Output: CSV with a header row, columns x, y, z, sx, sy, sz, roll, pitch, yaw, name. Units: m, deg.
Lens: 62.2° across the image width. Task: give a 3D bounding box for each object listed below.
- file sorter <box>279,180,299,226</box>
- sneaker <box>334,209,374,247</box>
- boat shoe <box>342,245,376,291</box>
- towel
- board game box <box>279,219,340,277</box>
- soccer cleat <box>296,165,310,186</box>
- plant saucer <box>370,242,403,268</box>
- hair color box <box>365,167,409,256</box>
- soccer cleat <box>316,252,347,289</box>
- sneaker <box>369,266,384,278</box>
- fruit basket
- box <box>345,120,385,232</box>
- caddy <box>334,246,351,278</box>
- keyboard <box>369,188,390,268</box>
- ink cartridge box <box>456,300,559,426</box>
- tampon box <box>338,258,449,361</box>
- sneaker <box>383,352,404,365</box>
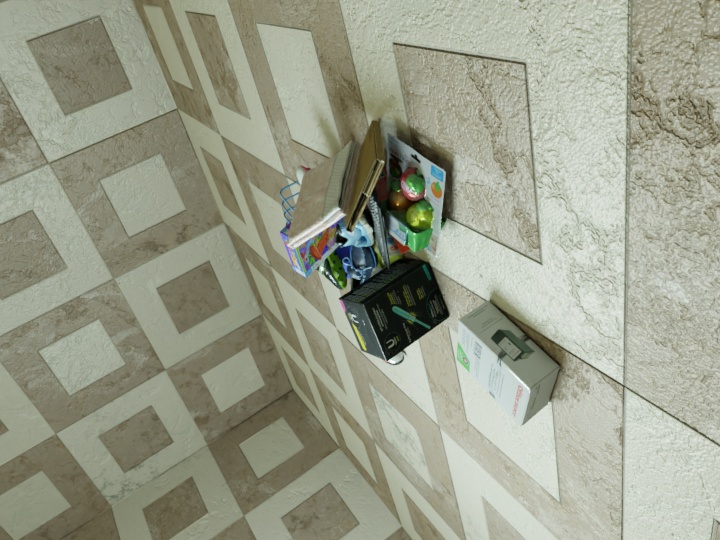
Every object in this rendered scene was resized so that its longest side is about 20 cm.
x,y,z,sx,sy,sz,roll,pitch,yaw,name
-0.155,-0.158,1.782,0.139,0.122,0.202,48,157,30,file sorter
-0.022,-0.092,1.359,0.200,0.089,0.079,71,175,-79,sneaker
0.000,0.000,1.541,0.084,0.068,0.202,45,155,38,boat shoe
-0.082,-0.164,1.278,0.032,0.203,0.190,32,141,-29,towel
-0.092,-0.099,1.407,0.044,0.200,0.135,29,152,31,board game box
-0.110,-0.167,1.501,0.201,0.086,0.070,52,167,-13,soccer cleat
0.041,-0.034,1.568,0.200,0.047,0.202,44,155,39,plant saucer
0.052,-0.135,1.377,0.202,0.063,0.111,64,162,-5,hair color box
-0.105,-0.030,1.564,0.080,0.068,0.201,-23,112,32,soccer cleat
0.083,0.085,1.513,0.200,0.081,0.070,46,143,-22,sneaker
0.099,-0.147,1.196,0.185,0.093,0.202,44,152,40,fruit basket
0.005,-0.195,1.212,0.201,0.021,0.165,-93,24,-56,box
-0.051,-0.059,1.673,0.201,0.103,0.143,83,178,-59,caddy
0.034,-0.109,1.276,0.202,0.020,0.128,79,177,-48,keyboard
0.287,0.185,1.188,0.200,0.083,0.147,47,156,35,ink cartridge box
0.078,0.087,1.397,0.126,0.198,0.152,9,126,60,tampon box
0.058,0.190,1.805,0.202,0.067,0.109,50,161,36,sneaker
